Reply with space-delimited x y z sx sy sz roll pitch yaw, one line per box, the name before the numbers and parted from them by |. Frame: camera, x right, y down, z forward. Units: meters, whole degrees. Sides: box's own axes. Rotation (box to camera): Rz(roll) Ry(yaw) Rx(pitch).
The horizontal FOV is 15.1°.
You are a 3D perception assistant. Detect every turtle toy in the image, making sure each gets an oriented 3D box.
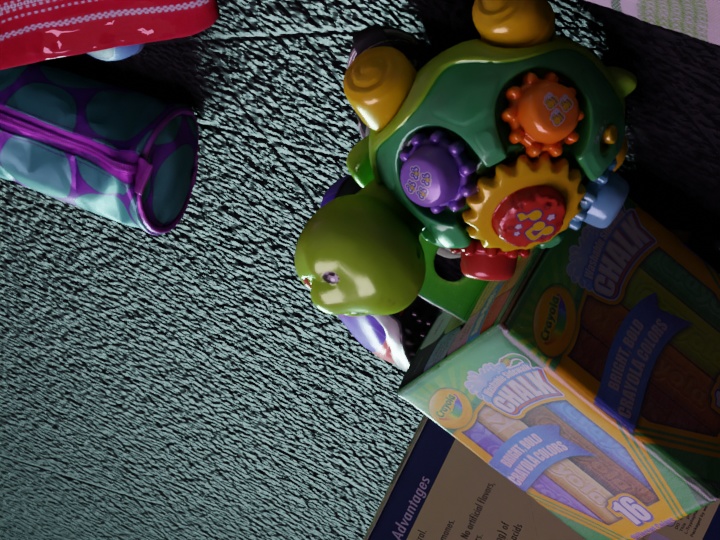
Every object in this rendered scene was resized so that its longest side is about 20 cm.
turtle toy | 0.054 -0.047 1.391 0.199 0.101 0.146 -28 138 10

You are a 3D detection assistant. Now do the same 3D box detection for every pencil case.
pencil case | -0.199 -0.088 1.693 0.199 0.085 0.092 18 -174 19

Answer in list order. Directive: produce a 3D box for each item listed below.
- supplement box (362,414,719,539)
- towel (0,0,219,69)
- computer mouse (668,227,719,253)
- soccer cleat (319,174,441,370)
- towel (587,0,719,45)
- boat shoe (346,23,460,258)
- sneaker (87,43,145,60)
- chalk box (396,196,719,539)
supplement box | 0.120 0.149 1.673 0.199 0.201 0.134 26 177 2
towel | -0.153 -0.177 1.420 0.144 0.023 0.200 -10 148 -2
computer mouse | 0.174 0.016 1.560 0.199 0.046 0.141 17 157 24
soccer cleat | 0.000 0.000 1.698 0.073 0.068 0.200 20 160 27
towel | 0.123 -0.168 1.245 0.199 0.031 0.149 21 155 19
boat shoe | 0.042 -0.070 1.518 0.068 0.072 0.200 58 -177 30
sneaker | -0.200 -0.170 1.519 0.074 0.082 0.200 0 148 45
chalk box | 0.113 0.038 1.493 0.200 0.125 0.124 38 148 -11
